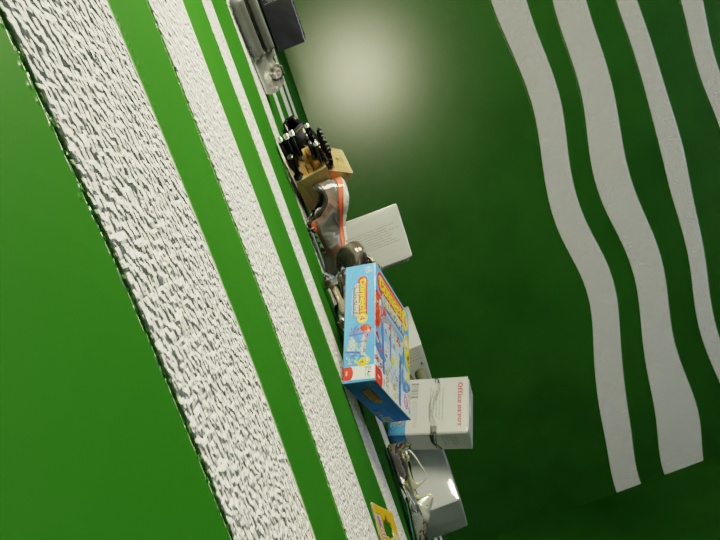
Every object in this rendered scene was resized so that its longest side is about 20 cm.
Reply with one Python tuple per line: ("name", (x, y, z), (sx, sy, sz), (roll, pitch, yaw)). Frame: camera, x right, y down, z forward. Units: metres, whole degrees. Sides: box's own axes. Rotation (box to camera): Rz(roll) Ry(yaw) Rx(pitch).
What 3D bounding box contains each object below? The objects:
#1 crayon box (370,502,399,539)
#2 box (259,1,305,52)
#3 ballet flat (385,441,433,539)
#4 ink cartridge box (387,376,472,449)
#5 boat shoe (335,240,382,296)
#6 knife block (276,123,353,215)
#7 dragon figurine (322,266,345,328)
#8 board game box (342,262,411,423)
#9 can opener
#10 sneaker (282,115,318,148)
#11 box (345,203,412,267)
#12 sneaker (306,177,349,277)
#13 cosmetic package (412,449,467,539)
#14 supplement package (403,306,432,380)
("crayon box", (0.024, 0.287, 0.438), (0.126, 0.050, 0.205), (67, 5, -64))
("box", (-0.291, -0.944, 2.224), (0.202, 0.120, 0.203), (-102, 172, -63))
("ballet flat", (0.109, 0.441, 1.196), (0.072, 0.070, 0.206), (65, 7, -69))
("ink cartridge box", (0.172, 0.346, 1.445), (0.085, 0.193, 0.148), (65, 25, -44))
("boat shoe", (0.000, 0.000, 1.153), (0.075, 0.072, 0.202), (48, -20, 22))
("knife block", (-0.110, -0.186, 1.157), (0.172, 0.201, 0.065), (-2, 54, -40))
("dragon figurine", (-0.016, 0.089, 1.106), (0.101, 0.057, 0.204), (-106, 176, -54))
("board game box", (0.031, 0.126, 1.003), (0.201, 0.054, 0.202), (55, 31, -54))
("can opener", (-0.204, -0.439, 1.159), (0.066, 0.053, 0.203), (29, -28, 39))
("sneaker", (-0.113, -0.264, 1.288), (0.200, 0.075, 0.088), (45, -9, 40))
("box", (0.019, -0.061, 1.495), (0.199, 0.194, 0.135), (23, 47, -87))
("sneaker", (-0.071, -0.080, 1.171), (0.077, 0.079, 0.207), (-140, -132, -62))
("cosmetic package", (0.181, 0.542, 1.533), (0.202, 0.119, 0.203), (67, 4, -49))
("supplement package", (0.098, 0.240, 1.579), (0.152, 0.147, 0.204), (-107, 177, -54))
